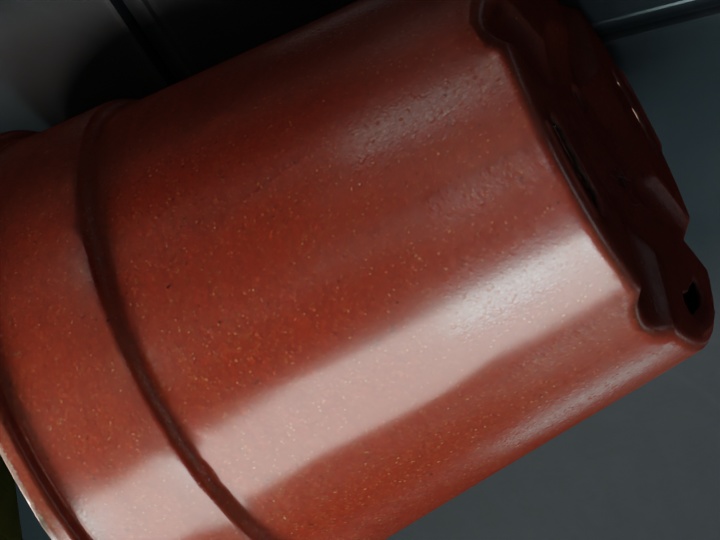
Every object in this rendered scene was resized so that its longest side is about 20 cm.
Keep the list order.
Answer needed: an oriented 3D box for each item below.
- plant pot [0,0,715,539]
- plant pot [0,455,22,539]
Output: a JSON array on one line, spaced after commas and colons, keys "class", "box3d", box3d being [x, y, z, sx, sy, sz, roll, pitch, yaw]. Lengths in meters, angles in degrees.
[{"class": "plant pot", "box3d": [0.000, 0.000, 0.730, 0.195, 0.201, 0.201, -27, 141, 19]}, {"class": "plant pot", "box3d": [-0.202, 0.073, 0.806, 0.199, 0.191, 0.200, -2, 146, -1]}]
